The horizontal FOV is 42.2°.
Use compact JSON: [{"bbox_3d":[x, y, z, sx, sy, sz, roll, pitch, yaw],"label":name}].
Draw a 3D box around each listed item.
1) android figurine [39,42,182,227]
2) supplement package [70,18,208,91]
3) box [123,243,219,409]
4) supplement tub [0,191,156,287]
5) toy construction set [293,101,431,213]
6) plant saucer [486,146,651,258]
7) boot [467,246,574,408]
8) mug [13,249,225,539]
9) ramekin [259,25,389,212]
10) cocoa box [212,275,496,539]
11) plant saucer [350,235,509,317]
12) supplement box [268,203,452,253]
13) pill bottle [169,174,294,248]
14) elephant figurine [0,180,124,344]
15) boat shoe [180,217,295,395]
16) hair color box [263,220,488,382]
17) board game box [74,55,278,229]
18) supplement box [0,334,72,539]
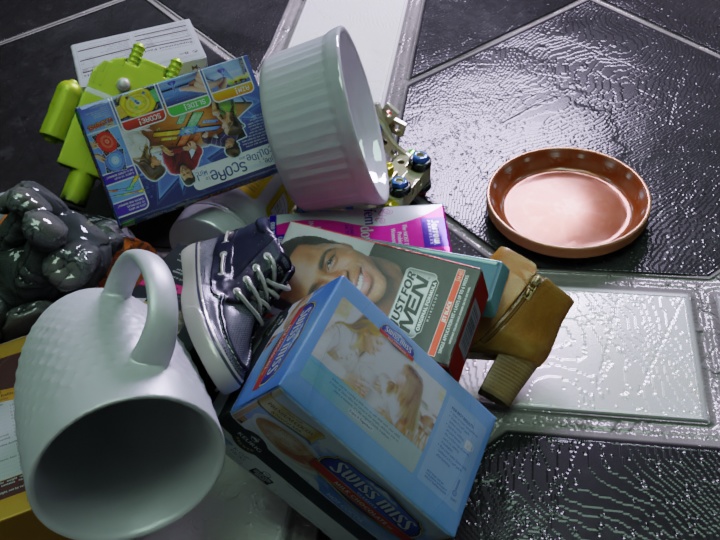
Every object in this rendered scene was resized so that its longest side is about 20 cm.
[{"bbox_3d":[-0.264,-0.158,1.063,0.181,0.041,0.201,22,85,-10],"label":"android figurine"},{"bbox_3d":[-0.263,-0.192,1.192,0.155,0.201,0.111,-16,42,-12],"label":"supplement package"},{"bbox_3d":[-0.189,0.088,0.942,0.106,0.123,0.200,19,48,22],"label":"box"},{"bbox_3d":[-0.338,-0.011,1.062,0.199,0.123,0.123,15,46,21],"label":"supplement tub"},{"bbox_3d":[0.014,-0.122,1.182,0.130,0.092,0.201,17,58,22],"label":"toy construction set"},{"bbox_3d":[0.255,-0.083,1.152,0.199,0.032,0.201,-3,44,3],"label":"plant saucer"},{"bbox_3d":[0.107,0.033,0.959,0.200,0.071,0.144,30,77,4],"label":"boot"},{"bbox_3d":[-0.192,0.079,0.737,0.147,0.201,0.176,9,29,-32],"label":"mug"},{"bbox_3d":[-0.040,-0.161,1.042,0.097,0.201,0.201,-13,42,10],"label":"ramekin"},{"bbox_3d":[-0.007,0.131,0.800,0.200,0.131,0.134,43,47,-15],"label":"cocoa box"},{"bbox_3d":[0.046,0.000,0.942,0.199,0.019,0.070,9,47,18],"label":"plant saucer"},{"bbox_3d":[0.000,0.000,1.036,0.199,0.104,0.102,-4,43,-1],"label":"supplement box"},{"bbox_3d":[-0.143,-0.087,1.132,0.114,0.115,0.200,12,45,18],"label":"pill bottle"},{"bbox_3d":[-0.346,0.021,0.904,0.200,0.155,0.142,-48,27,5],"label":"elephant figurine"},{"bbox_3d":[-0.101,0.020,0.810,0.092,0.075,0.200,-26,36,2],"label":"boat shoe"},{"bbox_3d":[0.010,0.030,0.880,0.199,0.061,0.102,14,68,21],"label":"hair color box"},{"bbox_3d":[-0.196,-0.144,1.034,0.199,0.034,0.136,-21,90,-16],"label":"board game box"},{"bbox_3d":[-0.352,0.196,0.832,0.196,0.133,0.200,-19,44,-14],"label":"supplement box"}]
